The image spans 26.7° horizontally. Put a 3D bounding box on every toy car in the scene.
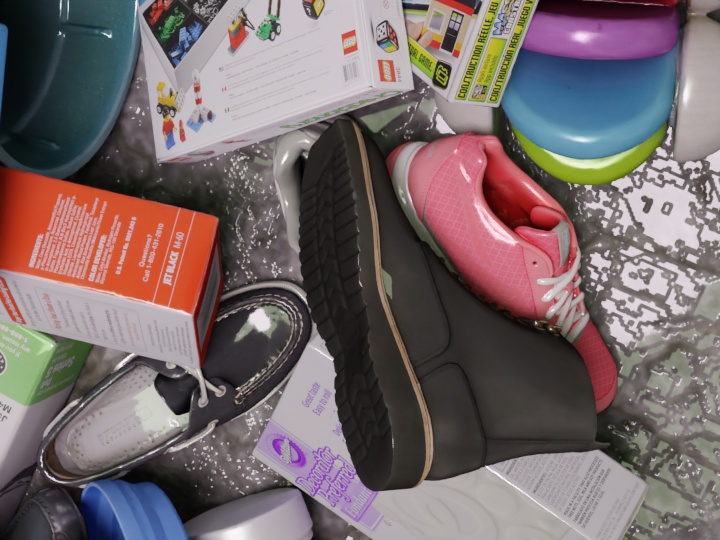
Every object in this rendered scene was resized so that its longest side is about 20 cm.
[{"bbox_3d":[0.127,-0.144,0.824,0.175,0.150,0.200,6,99,10],"label":"toy car"}]

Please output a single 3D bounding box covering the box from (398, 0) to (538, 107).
[{"bbox_3d":[0.027,-0.181,0.823,0.200,0.035,0.110,47,126,46],"label":"box"}]

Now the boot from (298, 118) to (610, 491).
[{"bbox_3d":[0.049,0.016,0.821,0.138,0.077,0.200,-2,72,-25],"label":"boot"}]

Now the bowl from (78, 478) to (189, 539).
[{"bbox_3d":[-0.128,0.223,0.911,0.039,0.201,0.201,-7,97,-22],"label":"bowl"}]

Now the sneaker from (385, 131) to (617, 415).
[{"bbox_3d":[0.093,0.006,0.860,0.200,0.074,0.087,51,142,-15],"label":"sneaker"}]

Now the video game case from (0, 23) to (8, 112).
[{"bbox_3d":[-0.272,-0.061,0.790,0.200,0.018,0.143,7,93,27],"label":"video game case"}]

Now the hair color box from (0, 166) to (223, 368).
[{"bbox_3d":[-0.182,-0.008,0.862,0.200,0.111,0.064,12,71,0],"label":"hair color box"}]

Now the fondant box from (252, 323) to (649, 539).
[{"bbox_3d":[0.046,0.115,0.882,0.200,0.058,0.144,35,144,6],"label":"fondant box"}]

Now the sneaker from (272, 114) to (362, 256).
[{"bbox_3d":[0.000,0.000,0.894,0.078,0.099,0.200,-33,90,13],"label":"sneaker"}]

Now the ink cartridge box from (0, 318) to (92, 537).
[{"bbox_3d":[-0.279,0.093,0.968,0.145,0.084,0.200,27,101,6],"label":"ink cartridge box"}]

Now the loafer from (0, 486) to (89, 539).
[{"bbox_3d":[-0.226,0.223,0.958,0.068,0.070,0.201,45,122,36],"label":"loafer"}]

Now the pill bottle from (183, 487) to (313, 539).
[{"bbox_3d":[-0.045,0.241,0.929,0.111,0.111,0.200,-18,94,13],"label":"pill bottle"}]

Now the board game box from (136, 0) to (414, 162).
[{"bbox_3d":[-0.056,-0.141,0.855,0.200,0.035,0.126,-11,85,48],"label":"board game box"}]

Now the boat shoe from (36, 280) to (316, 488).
[{"bbox_3d":[-0.116,0.074,0.946,0.200,0.060,0.074,-28,91,13],"label":"boat shoe"}]

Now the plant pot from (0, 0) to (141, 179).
[{"bbox_3d":[-0.259,-0.162,0.885,0.196,0.200,0.200,9,99,17],"label":"plant pot"}]
